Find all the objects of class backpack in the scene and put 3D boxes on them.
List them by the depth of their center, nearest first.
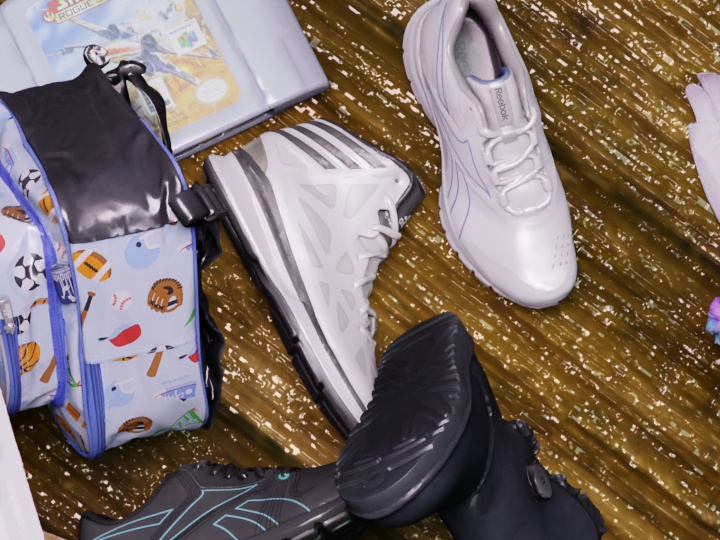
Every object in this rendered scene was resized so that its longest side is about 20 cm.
[{"bbox_3d":[-0.150,0.006,1.336,0.154,0.200,0.191,-18,123,-9],"label":"backpack"}]

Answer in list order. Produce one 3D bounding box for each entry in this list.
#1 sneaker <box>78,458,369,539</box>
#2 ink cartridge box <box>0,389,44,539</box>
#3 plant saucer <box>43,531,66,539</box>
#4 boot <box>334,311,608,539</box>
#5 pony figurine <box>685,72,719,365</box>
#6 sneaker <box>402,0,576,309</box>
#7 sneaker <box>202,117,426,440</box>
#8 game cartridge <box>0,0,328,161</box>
[{"bbox_3d":[-0.069,0.136,1.379,0.200,0.075,0.079,-25,72,2],"label":"sneaker"},{"bbox_3d":[-0.244,0.143,1.263,0.200,0.047,0.160,-33,56,16],"label":"ink cartridge box"},{"bbox_3d":[-0.165,0.233,1.305,0.200,0.200,0.035,51,43,3],"label":"plant saucer"},{"bbox_3d":[0.068,0.131,1.333,0.076,0.200,0.168,-30,105,18],"label":"boot"},{"bbox_3d":[0.286,-0.031,1.434,0.200,0.167,0.193,-6,88,-23],"label":"pony figurine"},{"bbox_3d":[0.077,-0.073,1.435,0.074,0.087,0.200,-20,84,-12],"label":"sneaker"},{"bbox_3d":[0.000,0.000,1.418,0.115,0.076,0.201,-26,82,-8],"label":"sneaker"},{"bbox_3d":[-0.136,-0.125,1.446,0.200,0.042,0.133,-26,88,-10],"label":"game cartridge"}]
